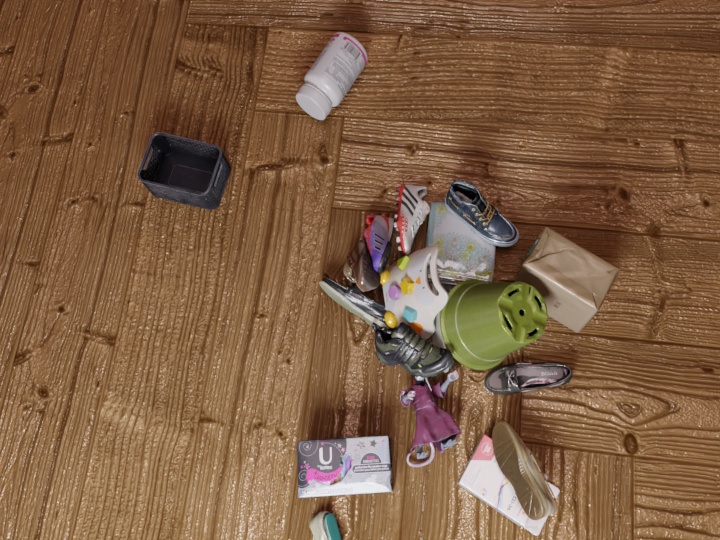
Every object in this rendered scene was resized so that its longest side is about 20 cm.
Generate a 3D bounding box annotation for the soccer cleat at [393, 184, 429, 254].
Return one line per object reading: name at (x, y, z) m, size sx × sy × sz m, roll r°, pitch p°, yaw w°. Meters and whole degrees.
soccer cleat at (0.124, -0.126, 1.592) m, size 0.082 × 0.069 × 0.204 m, roll -3°, pitch 51°, yaw 8°

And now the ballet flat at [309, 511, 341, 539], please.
ballet flat at (-0.058, 0.615, 1.411) m, size 0.061 × 0.067 × 0.205 m, roll -29°, pitch 66°, yaw 25°

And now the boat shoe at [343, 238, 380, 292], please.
boat shoe at (0.000, 0.000, 1.541) m, size 0.071 × 0.201 × 0.076 m, roll -33°, pitch 108°, yaw 15°

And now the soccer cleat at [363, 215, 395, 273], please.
soccer cleat at (0.037, -0.064, 1.556) m, size 0.071 × 0.070 × 0.202 m, roll 15°, pitch 36°, yaw -2°

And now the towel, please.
towel at (0.238, -0.062, 1.595) m, size 0.166 × 0.048 × 0.206 m, roll 7°, pitch 73°, yaw 4°

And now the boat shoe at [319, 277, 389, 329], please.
boat shoe at (-0.004, 0.065, 1.561) m, size 0.197 × 0.075 × 0.067 m, roll 33°, pitch 75°, yaw 13°

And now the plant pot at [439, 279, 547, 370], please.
plant pot at (0.298, 0.101, 1.428) m, size 0.194 × 0.189 × 0.207 m, roll 5°, pitch 76°, yaw -20°

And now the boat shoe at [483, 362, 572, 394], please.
boat shoe at (0.372, 0.234, 1.485) m, size 0.194 × 0.057 × 0.069 m, roll -7°, pitch 72°, yaw 3°

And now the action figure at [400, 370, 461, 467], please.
action figure at (0.150, 0.305, 1.476) m, size 0.130 × 0.151 × 0.204 m, roll -4°, pitch 51°, yaw -16°

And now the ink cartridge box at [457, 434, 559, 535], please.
ink cartridge box at (0.318, 0.455, 1.415) m, size 0.197 × 0.068 × 0.118 m, roll 30°, pitch 76°, yaw 13°

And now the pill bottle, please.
pill bottle at (-0.076, -0.498, 1.720) m, size 0.112 × 0.114 × 0.202 m, roll 30°, pitch 77°, yaw 13°

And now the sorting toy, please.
sorting toy at (0.132, 0.033, 1.492) m, size 0.104 × 0.179 × 0.206 m, roll 3°, pitch 67°, yaw -31°

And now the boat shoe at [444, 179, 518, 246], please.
boat shoe at (0.281, -0.130, 1.542) m, size 0.198 × 0.091 × 0.072 m, roll 33°, pitch 76°, yaw 11°

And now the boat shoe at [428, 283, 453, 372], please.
boat shoe at (0.197, 0.127, 1.526) m, size 0.060 × 0.073 × 0.206 m, roll -4°, pitch 74°, yaw -14°

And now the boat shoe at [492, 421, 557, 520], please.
boat shoe at (0.334, 0.404, 1.367) m, size 0.063 × 0.072 × 0.204 m, roll 0°, pitch 55°, yaw -33°

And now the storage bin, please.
storage bin at (-0.441, -0.249, 1.686) m, size 0.194 × 0.094 × 0.139 m, roll 14°, pitch 74°, yaw 8°

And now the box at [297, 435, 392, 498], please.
box at (-0.030, 0.415, 1.423) m, size 0.194 × 0.132 × 0.118 m, roll -5°, pitch 73°, yaw 3°

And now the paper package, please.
paper package at (0.442, 0.026, 1.469) m, size 0.188 × 0.201 × 0.105 m, roll 32°, pitch 77°, yaw 14°

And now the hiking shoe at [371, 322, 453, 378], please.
hiking shoe at (0.108, 0.169, 1.468) m, size 0.195 × 0.103 × 0.076 m, roll 6°, pitch 41°, yaw 33°
